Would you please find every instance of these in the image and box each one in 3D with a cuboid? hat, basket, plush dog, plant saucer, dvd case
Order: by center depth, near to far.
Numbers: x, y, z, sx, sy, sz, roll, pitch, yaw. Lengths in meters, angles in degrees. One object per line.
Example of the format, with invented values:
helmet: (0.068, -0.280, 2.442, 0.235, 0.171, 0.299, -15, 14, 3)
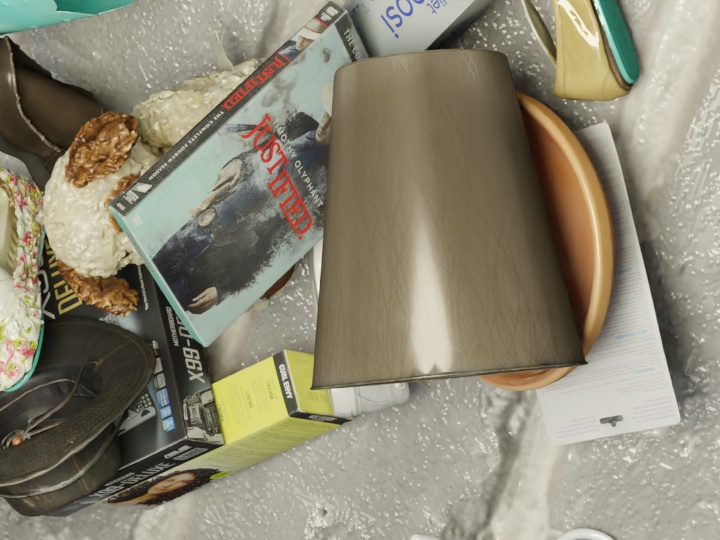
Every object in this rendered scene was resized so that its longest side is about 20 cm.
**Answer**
basket: (0.045, -0.032, 1.425, 0.179, 0.136, 0.202, -7, 86, 16)
dvd case: (-0.061, -0.061, 1.470, 0.022, 0.200, 0.146, 34, 161, 38)
plant saucer: (0.103, -0.022, 1.494, 0.199, 0.037, 0.202, 17, 112, 50)
plush dog: (-0.142, -0.062, 1.537, 0.160, 0.171, 0.201, 38, 139, 34)
hat: (-0.216, 0.117, 1.555, 0.199, 0.201, 0.081, -11, 120, 26)

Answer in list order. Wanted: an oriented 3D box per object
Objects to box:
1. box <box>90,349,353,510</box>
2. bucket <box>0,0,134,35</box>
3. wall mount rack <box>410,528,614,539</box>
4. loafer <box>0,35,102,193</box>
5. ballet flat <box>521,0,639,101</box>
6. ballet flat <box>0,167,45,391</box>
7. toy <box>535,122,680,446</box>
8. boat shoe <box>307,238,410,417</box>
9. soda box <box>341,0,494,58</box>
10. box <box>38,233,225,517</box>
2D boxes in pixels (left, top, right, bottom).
box: (-0.107, 0.119, 1.642, 0.199, 0.075, 0.051, -27, 69, 28)
bucket: (-0.243, -0.256, 1.535, 0.134, 0.207, 0.209, -11, 100, 31)
wall mount rack: (0.103, 0.266, 1.594, 0.173, 0.074, 0.201, 27, 113, 15)
loafer: (-0.218, -0.114, 1.584, 0.071, 0.200, 0.074, -15, 68, 9)
ballet flat: (0.126, -0.204, 1.455, 0.063, 0.069, 0.202, -11, 99, 26)
ballet flat: (-0.263, 0.001, 1.596, 0.075, 0.201, 0.064, -29, 128, 19)
toy: (0.157, 0.008, 1.508, 0.115, 0.047, 0.202, -15, 90, 46)
boat shoe: (0.000, 0.000, 1.572, 0.068, 0.072, 0.202, -7, 87, -6)
soda box: (0.061, -0.196, 1.443, 0.064, 0.068, 0.200, 52, 144, 3)
box: (-0.191, 0.059, 1.636, 0.157, 0.050, 0.202, -25, 68, 28)
